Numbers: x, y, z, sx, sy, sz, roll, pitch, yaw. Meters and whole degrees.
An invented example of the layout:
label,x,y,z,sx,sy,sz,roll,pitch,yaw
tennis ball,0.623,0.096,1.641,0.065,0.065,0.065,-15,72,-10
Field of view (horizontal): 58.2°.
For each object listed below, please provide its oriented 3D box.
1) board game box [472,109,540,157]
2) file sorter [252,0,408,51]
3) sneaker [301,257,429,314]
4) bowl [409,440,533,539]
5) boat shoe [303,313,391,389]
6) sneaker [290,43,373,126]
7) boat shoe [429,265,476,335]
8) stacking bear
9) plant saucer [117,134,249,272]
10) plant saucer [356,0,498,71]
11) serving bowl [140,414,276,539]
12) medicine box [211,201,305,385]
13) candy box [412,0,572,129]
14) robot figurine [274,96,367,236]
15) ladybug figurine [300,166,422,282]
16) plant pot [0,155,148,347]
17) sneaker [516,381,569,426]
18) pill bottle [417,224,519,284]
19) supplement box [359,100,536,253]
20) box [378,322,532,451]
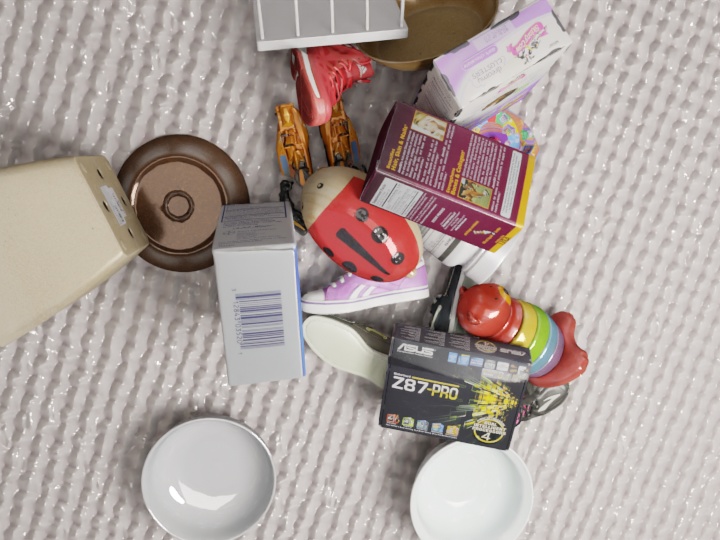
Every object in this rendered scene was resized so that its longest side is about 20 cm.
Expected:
label,x,y,z,sx,sy,sz,roll,pitch,yaw
board game box,0.185,-0.152,0.982,0.157,0.039,0.202,24,95,-10
file sorter,-0.047,-0.385,0.844,0.197,0.140,0.125,-7,136,-6
sneaker,0.000,0.000,0.974,0.198,0.073,0.116,-11,96,-15
bowl,0.167,0.347,1.035,0.198,0.090,0.204,-1,99,-6
boat shoe,0.002,0.119,0.993,0.200,0.060,0.072,30,117,-10
sneaker,-0.030,-0.264,0.867,0.114,0.201,0.079,-5,136,-10
boat shoe,0.133,0.071,0.998,0.060,0.075,0.202,9,81,31
stacking bear,0.226,0.087,0.966,0.199,0.122,0.114,32,125,-27
plant saucer,-0.261,-0.095,0.939,0.198,0.037,0.203,-1,100,-8
plant saucer,0.092,-0.332,0.887,0.199,0.201,0.036,-27,137,-2
serving bowl,-0.228,0.310,0.992,0.197,0.066,0.203,-1,99,-8
medicine box,-0.133,0.022,0.873,0.102,0.200,0.184,-5,112,-6
candy box,0.165,-0.254,0.872,0.167,0.200,0.072,-31,88,-7
robot figurine,-0.058,-0.146,0.943,0.143,0.058,0.202,-13,100,-4
ladybug figurine,-0.001,-0.053,0.883,0.199,0.072,0.136,38,123,-7
plant pot,-0.396,-0.051,0.842,0.176,0.200,0.201,-25,101,-1
sneaker,0.245,0.221,1.028,0.198,0.084,0.078,-20,102,-3
pill bottle,0.122,-0.080,0.930,0.199,0.114,0.114,38,93,1
supplement box,0.111,-0.117,0.830,0.198,0.086,0.111,20,65,-7
box,0.133,0.170,0.940,0.198,0.049,0.163,11,116,5
